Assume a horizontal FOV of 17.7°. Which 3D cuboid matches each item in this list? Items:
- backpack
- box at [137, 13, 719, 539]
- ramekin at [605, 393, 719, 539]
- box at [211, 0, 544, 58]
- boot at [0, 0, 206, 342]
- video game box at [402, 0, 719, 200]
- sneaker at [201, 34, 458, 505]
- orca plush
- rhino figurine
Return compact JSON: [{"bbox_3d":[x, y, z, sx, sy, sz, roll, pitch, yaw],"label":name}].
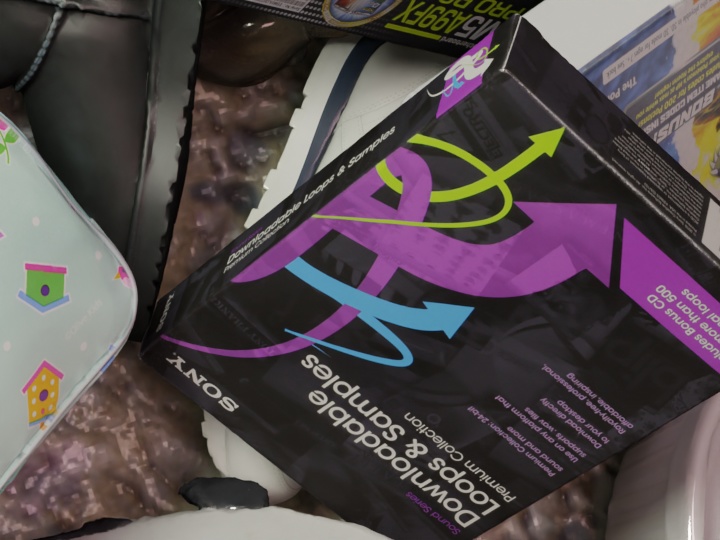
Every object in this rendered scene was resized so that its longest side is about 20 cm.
[{"bbox_3d":[-0.188,0.004,0.771,0.200,0.153,0.176,49,61,-18],"label":"backpack"},{"bbox_3d":[0.035,0.018,0.805,0.143,0.200,0.036,39,41,-17],"label":"box"},{"bbox_3d":[0.192,0.118,0.962,0.201,0.094,0.204,7,75,-27],"label":"ramekin"},{"bbox_3d":[-0.007,-0.161,0.871,0.199,0.044,0.161,6,51,-50],"label":"box"},{"bbox_3d":[-0.141,-0.077,0.868,0.161,0.073,0.200,8,110,-3],"label":"boot"},{"bbox_3d":[0.101,-0.031,0.902,0.200,0.047,0.183,-37,140,-31],"label":"video game box"},{"bbox_3d":[0.000,0.000,0.906,0.080,0.076,0.201,15,79,20],"label":"sneaker"},{"bbox_3d":[-0.078,0.140,0.848,0.199,0.105,0.071,-12,126,-14],"label":"orca plush"},{"bbox_3d":[-0.082,-0.157,0.906,0.087,0.060,0.200,-39,100,16],"label":"rhino figurine"}]
